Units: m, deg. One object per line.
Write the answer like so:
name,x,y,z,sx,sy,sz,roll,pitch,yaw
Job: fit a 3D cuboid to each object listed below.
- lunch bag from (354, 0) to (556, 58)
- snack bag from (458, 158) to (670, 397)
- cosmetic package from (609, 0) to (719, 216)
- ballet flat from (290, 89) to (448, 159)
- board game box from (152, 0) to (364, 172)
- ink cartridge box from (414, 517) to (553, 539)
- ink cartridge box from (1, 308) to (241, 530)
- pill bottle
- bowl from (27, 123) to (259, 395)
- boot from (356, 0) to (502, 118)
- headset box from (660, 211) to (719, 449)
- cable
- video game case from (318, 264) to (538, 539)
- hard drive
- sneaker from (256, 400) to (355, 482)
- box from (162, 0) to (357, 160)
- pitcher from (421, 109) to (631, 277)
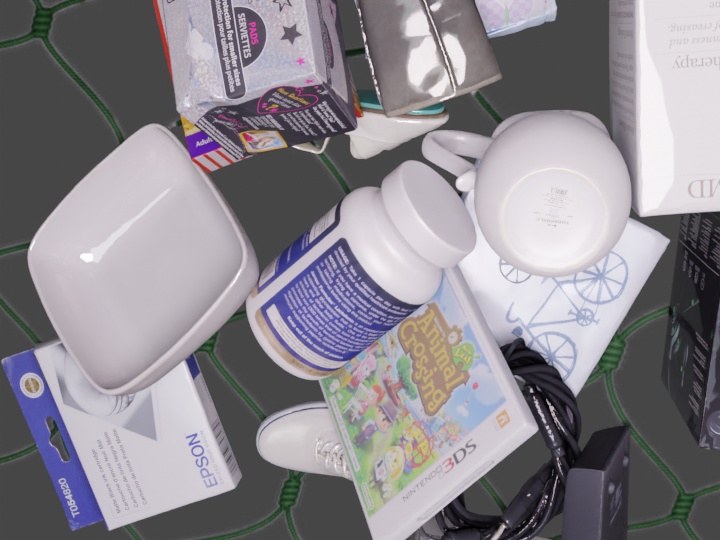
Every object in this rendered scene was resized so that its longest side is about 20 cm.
lunch bag,0.061,-0.284,0.859,0.167,0.127,0.203,-16,90,7
snack bag,0.157,0.006,0.961,0.198,0.021,0.190,28,103,-1
cosmetic package,0.295,-0.161,0.837,0.164,0.166,0.203,-3,102,7
ballet flat,-0.018,-0.136,0.932,0.197,0.069,0.071,12,103,11
board game box,-0.096,-0.207,0.895,0.149,0.046,0.203,-18,77,10
ink cartridge box,0.109,0.355,1.006,0.143,0.083,0.203,11,102,4
ink cartridge box,-0.244,0.152,1.024,0.197,0.041,0.202,-20,99,10
pill bottle,0.000,0.000,0.902,0.199,0.116,0.116,-39,96,31
bowl,-0.191,-0.004,0.939,0.200,0.075,0.201,-41,64,9
boot,0.065,-0.237,0.771,0.180,0.072,0.203,-20,93,21
headset box,0.324,0.043,0.872,0.091,0.174,0.203,5,102,5
cable,0.135,0.162,0.938,0.161,0.051,0.203,10,98,-19
video game case,0.048,0.111,0.906,0.022,0.201,0.182,24,121,-41
hard drive,0.219,0.256,0.953,0.042,0.135,0.203,5,104,25
sneaker,-0.006,0.170,0.986,0.196,0.071,0.074,2,102,6
box,-0.081,-0.210,0.799,0.113,0.132,0.203,-13,77,11
pitcher,0.128,-0.074,0.833,0.169,0.200,0.123,5,112,6
